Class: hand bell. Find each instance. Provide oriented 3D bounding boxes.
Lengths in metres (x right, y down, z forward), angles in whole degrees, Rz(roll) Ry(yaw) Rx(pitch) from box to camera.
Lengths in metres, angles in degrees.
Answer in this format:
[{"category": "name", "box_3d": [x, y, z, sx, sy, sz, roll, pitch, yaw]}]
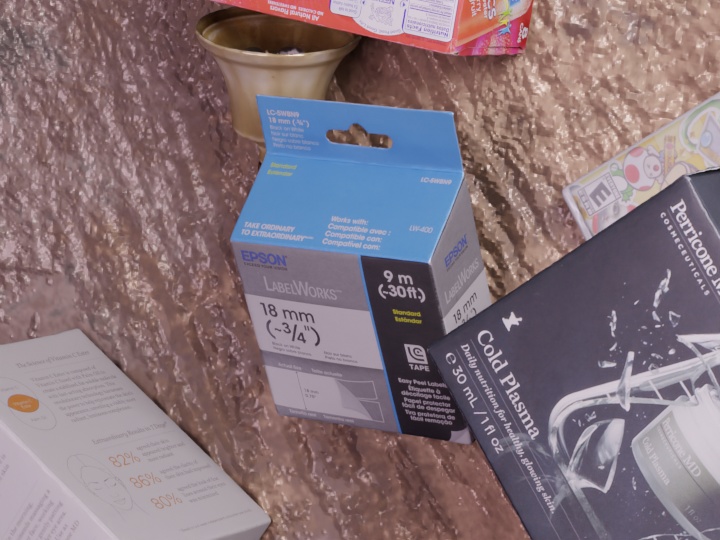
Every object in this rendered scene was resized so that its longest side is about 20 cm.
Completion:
[{"category": "hand bell", "box_3d": [-0.053, -0.058, 1.781, 0.104, 0.104, 0.200, 15, 116, 30]}]

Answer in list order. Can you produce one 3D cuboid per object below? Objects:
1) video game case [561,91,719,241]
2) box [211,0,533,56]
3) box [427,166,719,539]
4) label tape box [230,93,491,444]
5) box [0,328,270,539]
[{"category": "video game case", "box_3d": [0.232, -0.002, 1.632, 0.182, 0.023, 0.200, -32, 78, 30]}, {"category": "box", "box_3d": [0.003, -0.196, 1.709, 0.200, 0.095, 0.100, 15, 101, 29]}, {"category": "box", "box_3d": [0.180, 0.075, 1.590, 0.197, 0.124, 0.200, -35, 78, 28]}, {"category": "label tape box", "box_3d": [0.000, 0.000, 1.705, 0.144, 0.063, 0.200, 7, 126, 31]}, {"category": "box", "box_3d": [-0.189, 0.147, 1.832, 0.200, 0.152, 0.106, 43, 116, 22]}]
